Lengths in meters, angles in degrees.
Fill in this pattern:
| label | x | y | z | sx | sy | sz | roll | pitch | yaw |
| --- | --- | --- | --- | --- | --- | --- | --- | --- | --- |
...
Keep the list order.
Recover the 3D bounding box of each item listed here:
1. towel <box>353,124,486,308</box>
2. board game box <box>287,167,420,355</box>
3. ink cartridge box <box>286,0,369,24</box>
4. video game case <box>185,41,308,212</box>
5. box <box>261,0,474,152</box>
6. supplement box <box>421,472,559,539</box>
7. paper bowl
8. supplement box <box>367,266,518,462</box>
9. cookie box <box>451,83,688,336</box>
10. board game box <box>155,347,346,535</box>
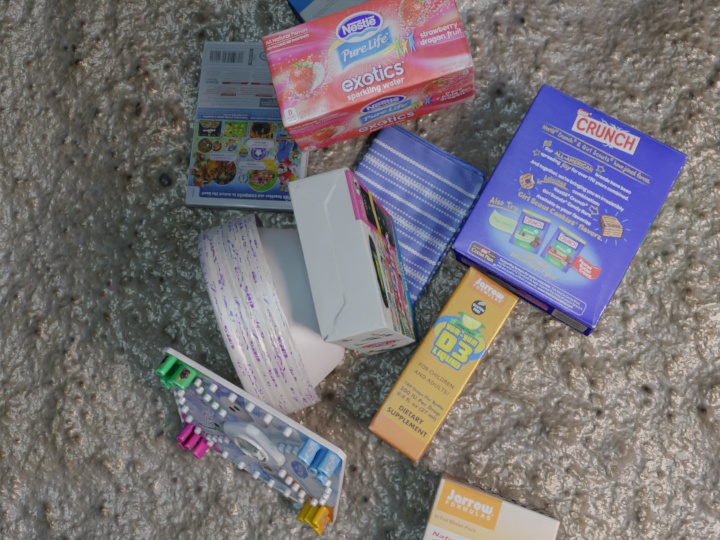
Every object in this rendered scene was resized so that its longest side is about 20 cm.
| label | x | y | z | sx | sy | sz | roll | pitch | yaw |
| --- | --- | --- | --- | --- | --- | --- | --- | --- | --- |
| towel | 0.036 | -0.054 | 0.902 | 0.144 | 0.024 | 0.202 | 31 | 87 | 14 |
| board game box | 0.000 | 0.000 | 0.790 | 0.063 | 0.200 | 0.150 | -14 | 79 | 9 |
| ink cartridge box | 0.015 | -0.273 | 0.920 | 0.116 | 0.067 | 0.201 | -38 | 77 | 2 |
| video game case | -0.128 | -0.172 | 0.951 | 0.141 | 0.018 | 0.203 | 4 | 81 | 9 |
| box | 0.011 | -0.208 | 0.828 | 0.197 | 0.095 | 0.104 | -16 | 80 | 6 |
| supplement box | 0.109 | 0.321 | 0.800 | 0.124 | 0.074 | 0.203 | 16 | 83 | 10 |
| paper bowl | -0.082 | 0.040 | 0.812 | 0.103 | 0.201 | 0.203 | -19 | 78 | -3 |
| supplement box | 0.088 | 0.097 | 0.846 | 0.066 | 0.069 | 0.201 | 31 | 84 | 10 |
| cookie box | 0.218 | -0.063 | 0.848 | 0.170 | 0.075 | 0.202 | 30 | 86 | 13 |
| board game box | -0.110 | 0.177 | 0.800 | 0.198 | 0.201 | 0.026 | 28 | 59 | 13 |
